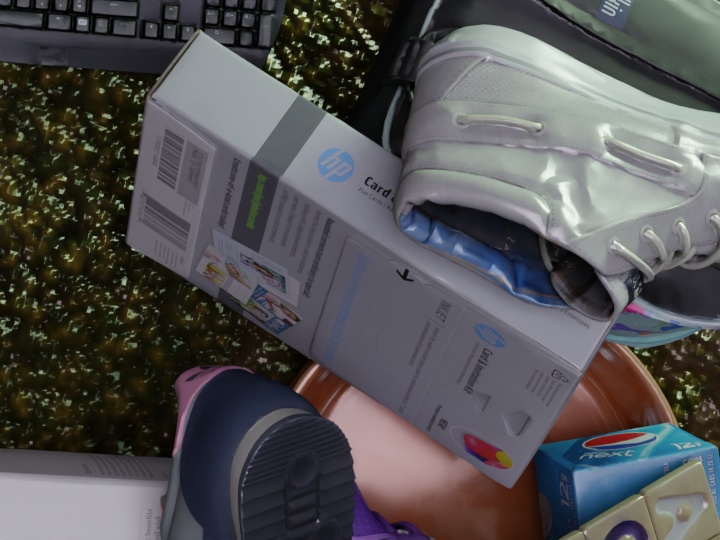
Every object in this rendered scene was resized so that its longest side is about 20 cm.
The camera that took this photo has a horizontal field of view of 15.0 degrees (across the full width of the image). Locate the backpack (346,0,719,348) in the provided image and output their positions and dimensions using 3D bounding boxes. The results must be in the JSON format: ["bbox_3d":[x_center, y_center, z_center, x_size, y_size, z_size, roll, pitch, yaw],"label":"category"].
[{"bbox_3d":[0.103,-0.062,1.158,0.200,0.151,0.178,24,75,-7],"label":"backpack"}]

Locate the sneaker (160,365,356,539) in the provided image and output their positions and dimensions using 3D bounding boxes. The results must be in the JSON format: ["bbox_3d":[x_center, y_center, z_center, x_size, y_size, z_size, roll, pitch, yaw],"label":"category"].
[{"bbox_3d":[-0.051,0.130,1.111,0.070,0.082,0.201,-8,119,-35],"label":"sneaker"}]

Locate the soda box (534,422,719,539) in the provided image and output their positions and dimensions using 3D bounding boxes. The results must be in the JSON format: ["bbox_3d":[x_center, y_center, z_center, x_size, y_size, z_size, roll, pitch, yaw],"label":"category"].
[{"bbox_3d":[0.125,0.173,1.196,0.068,0.064,0.201,-9,98,-12],"label":"soda box"}]

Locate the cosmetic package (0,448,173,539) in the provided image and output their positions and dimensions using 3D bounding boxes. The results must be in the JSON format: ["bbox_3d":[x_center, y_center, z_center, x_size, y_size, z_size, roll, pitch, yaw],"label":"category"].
[{"bbox_3d":[-0.149,0.131,1.159,0.199,0.085,0.108,6,93,-11],"label":"cosmetic package"}]

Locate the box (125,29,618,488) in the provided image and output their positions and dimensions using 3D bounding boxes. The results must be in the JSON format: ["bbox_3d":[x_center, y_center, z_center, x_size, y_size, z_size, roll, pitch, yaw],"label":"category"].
[{"bbox_3d":[0.000,0.000,1.118,0.200,0.156,0.041,33,68,6],"label":"box"}]

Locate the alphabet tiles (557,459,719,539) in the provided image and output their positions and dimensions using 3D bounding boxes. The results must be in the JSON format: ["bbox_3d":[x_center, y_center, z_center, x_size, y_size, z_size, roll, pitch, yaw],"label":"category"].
[{"bbox_3d":[0.108,0.204,1.134,0.167,0.008,0.201,-27,107,-29],"label":"alphabet tiles"}]

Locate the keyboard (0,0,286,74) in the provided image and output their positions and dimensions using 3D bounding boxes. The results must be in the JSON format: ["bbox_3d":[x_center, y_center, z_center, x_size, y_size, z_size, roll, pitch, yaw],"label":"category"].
[{"bbox_3d":[-0.128,-0.152,1.178,0.199,0.021,0.128,4,93,-12],"label":"keyboard"}]

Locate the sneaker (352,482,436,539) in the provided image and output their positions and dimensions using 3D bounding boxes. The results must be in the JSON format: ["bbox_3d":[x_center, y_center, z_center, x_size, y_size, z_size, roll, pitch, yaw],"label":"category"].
[{"bbox_3d":[0.030,0.142,1.160,0.083,0.081,0.200,-38,86,-15],"label":"sneaker"}]

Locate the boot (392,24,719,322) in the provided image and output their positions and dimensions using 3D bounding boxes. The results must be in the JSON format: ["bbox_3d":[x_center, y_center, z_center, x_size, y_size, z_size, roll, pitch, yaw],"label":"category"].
[{"bbox_3d":[0.106,-0.014,1.034,0.199,0.074,0.096,20,53,-5],"label":"boot"}]

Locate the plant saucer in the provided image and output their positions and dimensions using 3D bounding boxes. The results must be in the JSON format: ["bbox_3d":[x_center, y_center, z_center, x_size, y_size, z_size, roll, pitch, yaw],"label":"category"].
[{"bbox_3d":[0.049,0.106,1.225,0.200,0.032,0.201,-1,93,-11],"label":"plant saucer"}]
